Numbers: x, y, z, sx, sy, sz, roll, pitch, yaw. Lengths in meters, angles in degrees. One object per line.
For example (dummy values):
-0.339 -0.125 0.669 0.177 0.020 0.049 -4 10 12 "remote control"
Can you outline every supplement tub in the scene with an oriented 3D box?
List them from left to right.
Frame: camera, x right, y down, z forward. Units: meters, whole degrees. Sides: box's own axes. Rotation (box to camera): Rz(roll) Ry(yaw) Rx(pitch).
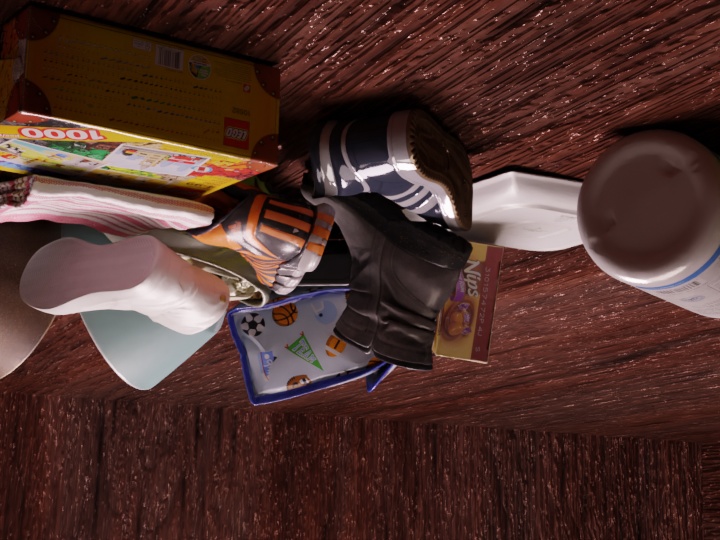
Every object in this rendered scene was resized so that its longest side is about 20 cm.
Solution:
0.282 -0.035 1.251 0.132 0.132 0.200 -6 167 33 "supplement tub"

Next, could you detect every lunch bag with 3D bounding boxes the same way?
-0.023 0.063 1.535 0.200 0.124 0.170 -15 -175 2 "lunch bag"

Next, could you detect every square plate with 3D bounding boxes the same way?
0.169 -0.052 1.441 0.200 0.028 0.198 8 167 -30 "square plate"

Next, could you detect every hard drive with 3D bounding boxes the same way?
-0.056 -0.010 1.536 0.139 0.033 0.200 -1 -174 10 "hard drive"

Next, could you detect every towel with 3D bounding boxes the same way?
-0.217 -0.046 1.174 0.146 0.030 0.200 7 176 -26 "towel"

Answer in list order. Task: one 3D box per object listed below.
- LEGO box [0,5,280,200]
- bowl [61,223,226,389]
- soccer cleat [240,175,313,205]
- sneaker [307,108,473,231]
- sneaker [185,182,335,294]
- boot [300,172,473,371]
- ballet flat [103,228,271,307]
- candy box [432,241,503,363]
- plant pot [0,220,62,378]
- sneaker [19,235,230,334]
-0.180 -0.114 1.064 0.200 0.077 0.149 9 166 -33 "LEGO box"
-0.202 0.008 1.456 0.105 0.201 0.201 -21 163 12 "bowl"
-0.110 -0.051 1.378 0.084 0.065 0.200 -14 165 19 "soccer cleat"
0.024 -0.080 1.221 0.108 0.070 0.200 -5 163 19 "sneaker"
-0.092 -0.038 1.252 0.112 0.078 0.200 19 165 -8 "sneaker"
0.000 0.000 1.305 0.070 0.132 0.200 5 -158 -46 "boot"
-0.162 -0.009 1.353 0.200 0.064 0.067 18 164 -36 "ballet flat"
0.106 0.028 1.510 0.056 0.117 0.200 9 -179 -1 "candy box"
-0.412 -0.015 1.404 0.187 0.187 0.200 -10 149 45 "plant pot"
-0.206 0.022 1.295 0.200 0.074 0.116 -1 156 43 "sneaker"
